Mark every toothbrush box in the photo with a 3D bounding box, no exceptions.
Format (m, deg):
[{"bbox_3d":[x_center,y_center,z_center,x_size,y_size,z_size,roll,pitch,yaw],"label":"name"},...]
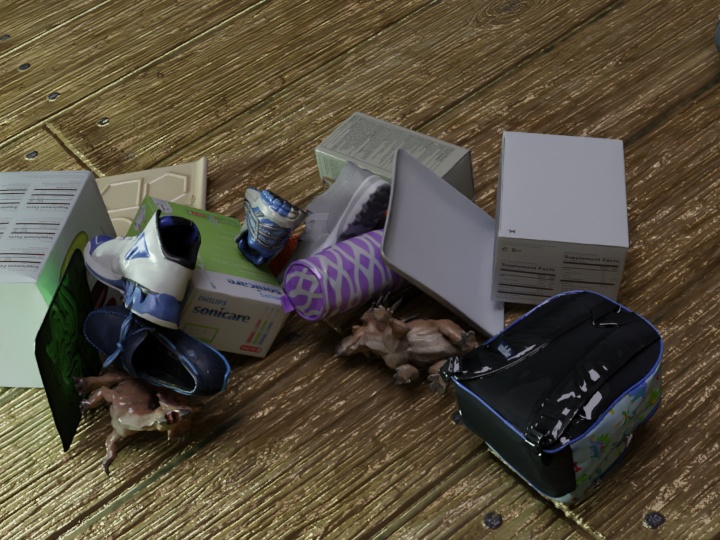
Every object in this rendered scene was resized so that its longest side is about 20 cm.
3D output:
[{"bbox_3d":[-0.195,0.007,1.484,0.145,0.087,0.200,13,27,-39],"label":"toothbrush box"}]

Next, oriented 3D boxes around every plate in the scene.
[{"bbox_3d":[0.100,-0.029,1.463,0.032,0.199,0.201,-36,30,37],"label":"plate"}]

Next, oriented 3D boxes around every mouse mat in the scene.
[{"bbox_3d":[-0.339,0.095,1.395,0.007,0.201,0.162,5,46,7],"label":"mouse mat"}]

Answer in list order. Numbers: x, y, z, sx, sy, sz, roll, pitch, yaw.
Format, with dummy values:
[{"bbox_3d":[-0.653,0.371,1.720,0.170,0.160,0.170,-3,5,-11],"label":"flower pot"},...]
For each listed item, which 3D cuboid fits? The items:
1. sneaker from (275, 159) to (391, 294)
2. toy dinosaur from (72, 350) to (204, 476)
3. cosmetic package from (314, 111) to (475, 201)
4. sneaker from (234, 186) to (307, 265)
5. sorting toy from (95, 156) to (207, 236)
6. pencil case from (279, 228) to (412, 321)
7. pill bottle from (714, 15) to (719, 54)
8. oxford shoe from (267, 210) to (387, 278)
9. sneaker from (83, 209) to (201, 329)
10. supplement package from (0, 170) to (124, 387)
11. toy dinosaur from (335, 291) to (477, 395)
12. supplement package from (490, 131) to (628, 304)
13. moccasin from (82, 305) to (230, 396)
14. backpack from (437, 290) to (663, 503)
[{"bbox_3d":[-0.043,-0.049,1.504,0.200,0.075,0.082,-49,59,8],"label":"sneaker"},{"bbox_3d":[-0.259,0.151,1.406,0.134,0.086,0.200,-21,40,-8],"label":"toy dinosaur"},{"bbox_3d":[0.047,-0.133,1.622,0.199,0.088,0.103,24,53,34],"label":"cosmetic package"},{"bbox_3d":[-0.127,-0.053,1.495,0.077,0.200,0.086,30,87,-8],"label":"sneaker"},{"bbox_3d":[-0.310,-0.078,1.693,0.198,0.037,0.186,-13,43,7],"label":"sorting toy"},{"bbox_3d":[0.000,0.000,1.461,0.199,0.085,0.085,-18,0,-38],"label":"pencil case"},{"bbox_3d":[0.576,-0.364,1.726,0.105,0.107,0.201,9,48,22],"label":"pill bottle"},{"bbox_3d":[-0.050,-0.026,1.566,0.198,0.072,0.073,-24,6,0],"label":"oxford shoe"},{"bbox_3d":[-0.239,-0.017,1.378,0.199,0.080,0.116,31,94,52],"label":"sneaker"},{"bbox_3d":[-0.406,0.011,1.503,0.145,0.192,0.201,0,45,14],"label":"supplement package"},{"bbox_3d":[0.072,0.082,1.396,0.198,0.087,0.136,11,9,1],"label":"toy dinosaur"},{"bbox_3d":[0.245,-0.064,1.472,0.154,0.112,0.201,5,46,5],"label":"supplement package"},{"bbox_3d":[-0.242,0.086,1.355,0.198,0.081,0.068,15,13,25],"label":"moccasin"},{"bbox_3d":[0.219,0.129,1.266,0.199,0.148,0.183,-36,47,-18],"label":"backpack"}]
